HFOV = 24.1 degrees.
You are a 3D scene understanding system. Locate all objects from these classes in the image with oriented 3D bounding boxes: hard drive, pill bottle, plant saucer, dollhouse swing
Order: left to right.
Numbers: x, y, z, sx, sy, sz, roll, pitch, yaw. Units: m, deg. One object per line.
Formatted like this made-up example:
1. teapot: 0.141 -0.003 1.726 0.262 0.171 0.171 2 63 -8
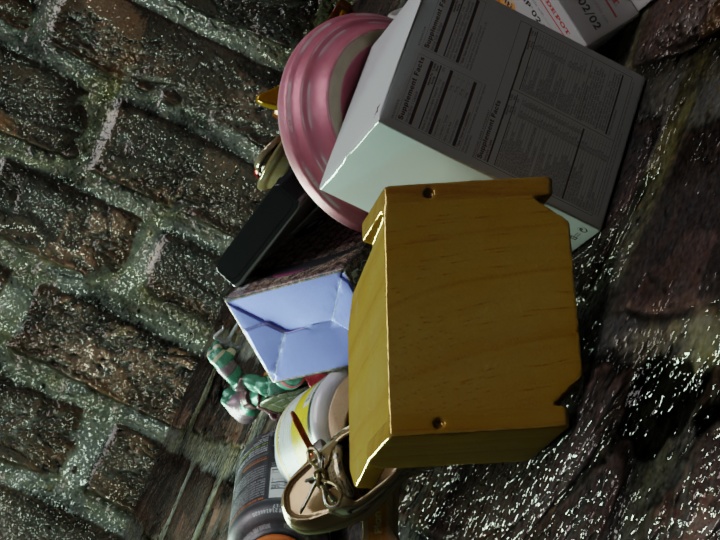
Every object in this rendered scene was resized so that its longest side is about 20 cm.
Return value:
1. pill bottle: -0.082 0.257 1.724 0.107 0.105 0.200 -61 11 23
2. hard drive: -0.047 -0.083 1.578 0.200 0.033 0.140 -49 -1 -45
3. pill bottle: -0.019 0.159 1.610 0.113 0.111 0.200 -69 10 -21
4. plant saucer: 0.023 -0.133 1.483 0.051 0.200 0.202 -18 46 55
5. dollhouse swing: 0.073 0.062 1.298 0.176 0.180 0.202 80 -173 -63

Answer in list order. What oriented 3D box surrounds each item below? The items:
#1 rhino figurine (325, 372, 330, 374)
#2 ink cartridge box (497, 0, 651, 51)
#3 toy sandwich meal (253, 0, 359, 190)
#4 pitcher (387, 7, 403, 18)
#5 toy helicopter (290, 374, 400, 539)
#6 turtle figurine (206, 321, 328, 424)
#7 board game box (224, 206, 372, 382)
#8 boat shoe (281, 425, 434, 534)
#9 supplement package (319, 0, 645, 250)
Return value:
1. rhino figurine: 0.005 0.109 1.754 0.200 0.059 0.088 -49 19 53
2. ink cartridge box: 0.173 -0.242 1.503 0.068 0.116 0.200 -32 -3 -21
3. toy sandwich meal: -0.049 -0.166 1.586 0.206 0.070 0.205 -52 -2 -2
4. pitcher: 0.095 -0.156 1.623 0.171 0.120 0.202 -157 53 -66
5. toy helicopter: 0.007 0.176 1.454 0.079 0.131 0.202 54 -150 -56
6. turtle figurine: -0.084 0.104 1.732 0.200 0.148 0.102 121 145 -68
7. board game box: 0.000 0.000 1.579 0.159 0.097 0.200 -15 23 41
8. boat shoe: 0.007 0.154 1.392 0.199 0.063 0.074 -35 64 20
9. supplement package: 0.098 -0.113 1.381 0.152 0.199 0.152 -43 24 63
